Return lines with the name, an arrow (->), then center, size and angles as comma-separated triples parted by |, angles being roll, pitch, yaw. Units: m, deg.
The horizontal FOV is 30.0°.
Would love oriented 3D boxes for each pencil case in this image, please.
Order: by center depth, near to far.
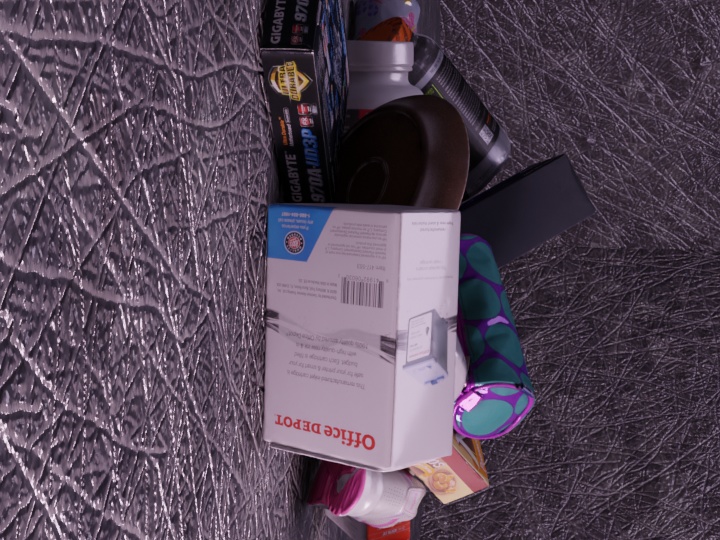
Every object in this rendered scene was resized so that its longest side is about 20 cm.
pencil case -> 0.110, 0.060, 1.320 | 0.092, 0.085, 0.201 | 39, 29, -44
pencil case -> 0.030, -0.236, 1.630 | 0.091, 0.083, 0.201 | 30, 59, -60

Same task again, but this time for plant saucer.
plant saucer -> 0.015, -0.069, 1.186 | 0.032, 0.200, 0.201 | 24, 59, -36

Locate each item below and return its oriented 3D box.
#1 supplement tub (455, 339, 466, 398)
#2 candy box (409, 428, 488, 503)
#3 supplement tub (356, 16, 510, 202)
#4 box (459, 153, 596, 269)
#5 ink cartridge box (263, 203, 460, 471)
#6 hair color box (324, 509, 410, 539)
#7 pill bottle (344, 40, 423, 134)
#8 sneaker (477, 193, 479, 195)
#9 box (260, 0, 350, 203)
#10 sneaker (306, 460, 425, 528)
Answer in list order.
supplement tub -> 0.019, 0.037, 1.260 | 0.123, 0.122, 0.201 | 86, -8, -46
candy box -> 0.067, 0.118, 1.349 | 0.115, 0.055, 0.201 | 49, 24, -42
supplement tub -> 0.068, -0.179, 1.512 | 0.200, 0.122, 0.123 | 49, 27, -24
box -> 0.141, -0.045, 1.485 | 0.079, 0.199, 0.141 | 62, -8, -6
ink cartridge box -> -0.001, 0.048, 1.088 | 0.086, 0.146, 0.201 | -5, 98, -48
hair color box -> 0.007, 0.194, 1.476 | 0.101, 0.061, 0.201 | 31, -53, 54
pill bottle -> 0.012, -0.135, 1.384 | 0.111, 0.110, 0.201 | -56, 148, -78
sneaker -> 0.062, -0.025, 1.668 | 0.202, 0.067, 0.108 | -49, -164, -16
box -> -0.044, -0.174, 1.150 | 0.200, 0.046, 0.160 | 83, 10, -55
sneaker -> 0.006, 0.219, 1.352 | 0.200, 0.088, 0.082 | -165, -84, -76
